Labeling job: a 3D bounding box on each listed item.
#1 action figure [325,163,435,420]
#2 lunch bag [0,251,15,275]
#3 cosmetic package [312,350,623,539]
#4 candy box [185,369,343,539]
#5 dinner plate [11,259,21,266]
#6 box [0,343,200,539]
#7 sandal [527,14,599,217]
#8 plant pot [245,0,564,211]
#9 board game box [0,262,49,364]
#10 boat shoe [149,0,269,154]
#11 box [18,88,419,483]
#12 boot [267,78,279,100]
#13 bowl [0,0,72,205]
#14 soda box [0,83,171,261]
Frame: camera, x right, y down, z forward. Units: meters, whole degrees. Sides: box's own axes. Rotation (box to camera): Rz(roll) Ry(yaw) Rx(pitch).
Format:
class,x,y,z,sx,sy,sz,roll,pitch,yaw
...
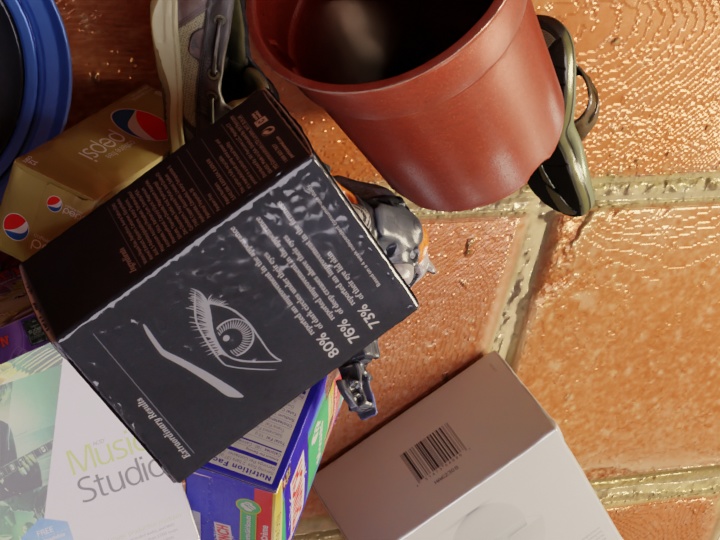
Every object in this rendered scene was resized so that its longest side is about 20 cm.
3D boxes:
class,x,y,z,sx,sy,sz,roll,pitch,yaw
action figure,0.000,0.000,1.538,0.105,0.200,0.193,-20,169,25
lunch bag,-0.323,-0.048,1.464,0.200,0.082,0.176,28,103,-42
cosmetic package,0.097,0.213,1.867,0.199,0.123,0.200,-34,132,-3
candy box,-0.067,0.119,1.627,0.077,0.200,0.169,18,146,7
dinner plate,-0.230,0.063,1.587,0.200,0.024,0.200,-1,101,-4
box,-0.209,0.122,1.500,0.144,0.036,0.200,-19,102,-11
sandal,0.154,-0.127,1.684,0.057,0.080,0.201,-40,143,-20
plant pot,0.049,-0.154,1.527,0.201,0.201,0.195,-36,142,0
board game box,-0.231,0.026,1.441,0.200,0.120,0.032,-25,107,-26
boat shoe,-0.094,-0.116,1.448,0.065,0.073,0.200,5,135,18
box,-0.090,0.010,1.362,0.200,0.104,0.148,-35,126,0
boot,-0.093,-0.058,1.605,0.097,0.075,0.200,0,125,-52
bowl,-0.279,-0.126,1.391,0.201,0.039,0.201,-6,98,-44
soda box,-0.172,-0.063,1.465,0.200,0.064,0.068,-45,158,-62
